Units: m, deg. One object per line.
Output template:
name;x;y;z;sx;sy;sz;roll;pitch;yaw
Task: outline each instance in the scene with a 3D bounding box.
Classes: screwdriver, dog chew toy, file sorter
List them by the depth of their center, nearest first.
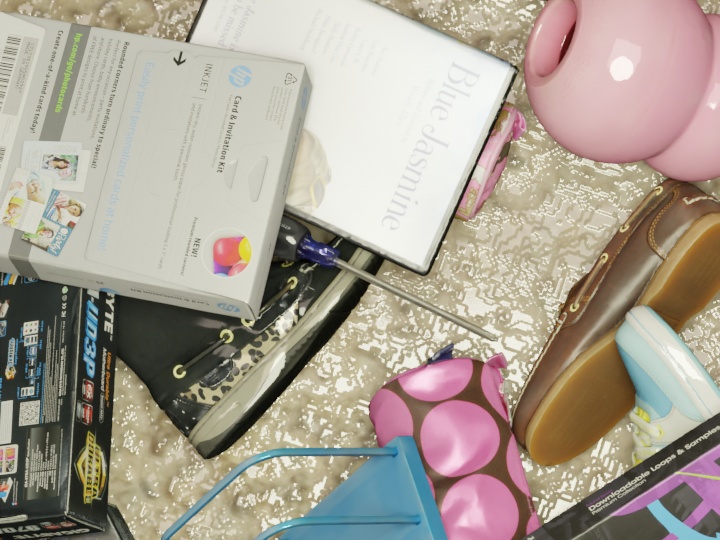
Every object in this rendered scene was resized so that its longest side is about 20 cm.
file sorter;-0.022;0.218;1.533;0.122;0.139;0.201;4;56;-39
screwdriver;0.000;0.000;1.586;0.199;0.029;0.028;23;117;16
dog chew toy;0.203;-0.113;1.616;0.199;0.124;0.125;20;83;-24

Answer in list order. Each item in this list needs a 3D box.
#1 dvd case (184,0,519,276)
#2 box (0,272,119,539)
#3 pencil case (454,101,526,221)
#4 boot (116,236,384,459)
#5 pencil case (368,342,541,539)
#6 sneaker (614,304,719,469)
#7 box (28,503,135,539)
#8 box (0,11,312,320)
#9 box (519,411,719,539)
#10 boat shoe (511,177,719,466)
dvd case;-0.019;-0.101;1.599;0.199;0.018;0.143;24;94;4
box;-0.228;0.068;1.601;0.158;0.046;0.201;-9;69;28
pencil case;0.003;-0.101;1.647;0.199;0.083;0.087;23;105;4
boot;-0.084;-0.001;1.643;0.154;0.073;0.204;40;85;9
pencil case;0.071;0.152;1.589;0.093;0.091;0.201;-15;70;-3
sneaker;0.180;0.131;1.594;0.130;0.080;0.201;-31;104;1
box;-0.181;0.271;1.606;0.163;0.086;0.201;-28;83;-2
box;-0.143;-0.065;1.562;0.199;0.041;0.157;10;74;11
box;0.206;0.170;1.526;0.199;0.036;0.143;-32;114;-2
boat shoe;0.162;0.032;1.637;0.200;0.070;0.070;-50;47;3
